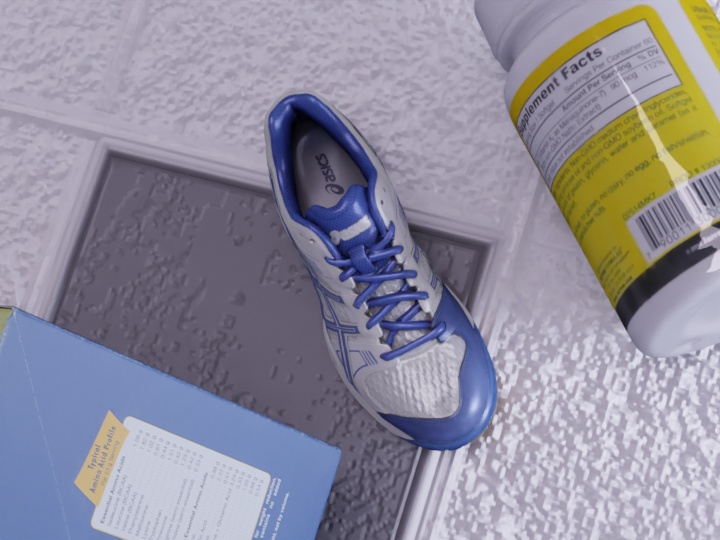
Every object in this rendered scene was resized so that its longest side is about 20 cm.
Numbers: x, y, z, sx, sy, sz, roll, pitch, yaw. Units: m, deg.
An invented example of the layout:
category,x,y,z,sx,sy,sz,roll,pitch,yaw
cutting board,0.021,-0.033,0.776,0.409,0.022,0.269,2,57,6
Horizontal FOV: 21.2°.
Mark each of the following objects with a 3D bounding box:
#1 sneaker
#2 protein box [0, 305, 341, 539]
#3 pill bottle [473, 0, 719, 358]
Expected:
category,x,y,z,sx,sy,sz,roll,pitch,yaw
sneaker,0.000,0.000,0.969,0.075,0.088,0.200,-31,71,2
protein box,-0.148,0.137,0.886,0.135,0.200,0.199,4,72,49
pill bottle,0.140,-0.069,0.940,0.114,0.114,0.201,-28,70,5
